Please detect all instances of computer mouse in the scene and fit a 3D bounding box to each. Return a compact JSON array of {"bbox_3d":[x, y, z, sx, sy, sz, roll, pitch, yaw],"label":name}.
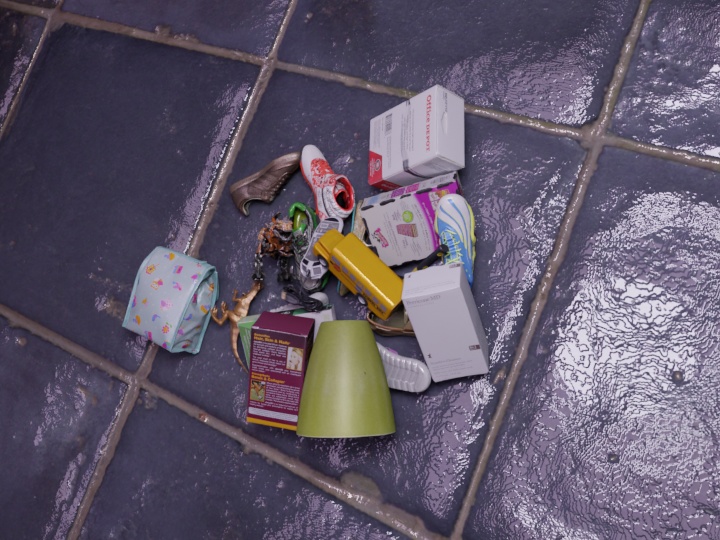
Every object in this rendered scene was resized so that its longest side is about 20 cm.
[{"bbox_3d":[-0.080,-0.014,1.367,0.108,0.044,0.202,11,69,43],"label":"computer mouse"}]

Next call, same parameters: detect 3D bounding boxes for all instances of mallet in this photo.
[{"bbox_3d":[0.099,-0.002,1.280,0.065,0.200,0.042,12,61,-12],"label":"mallet"}]

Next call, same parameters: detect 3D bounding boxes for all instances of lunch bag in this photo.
[{"bbox_3d":[-0.412,0.060,1.515,0.168,0.122,0.204,19,90,26],"label":"lunch bag"}]

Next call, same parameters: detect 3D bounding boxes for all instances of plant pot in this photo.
[{"bbox_3d":[-0.029,0.197,1.269,0.184,0.187,0.204,-4,82,21],"label":"plant pot"}]

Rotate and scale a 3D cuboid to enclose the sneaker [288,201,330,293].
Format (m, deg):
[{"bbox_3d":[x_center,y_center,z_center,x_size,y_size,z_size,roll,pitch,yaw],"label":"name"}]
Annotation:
[{"bbox_3d":[-0.120,-0.048,1.440,0.077,0.085,0.204,-19,71,17],"label":"sneaker"}]

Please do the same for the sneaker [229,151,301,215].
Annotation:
[{"bbox_3d":[-0.198,-0.194,1.531,0.198,0.070,0.077,-26,87,18],"label":"sneaker"}]

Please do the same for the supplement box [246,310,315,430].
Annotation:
[{"bbox_3d":[-0.153,0.192,1.317,0.108,0.086,0.204,8,109,5],"label":"supplement box"}]

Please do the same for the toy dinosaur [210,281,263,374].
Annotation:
[{"bbox_3d":[-0.269,0.108,1.476,0.104,0.060,0.204,13,82,23],"label":"toy dinosaur"}]

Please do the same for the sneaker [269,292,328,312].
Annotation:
[{"bbox_3d":[-0.153,0.103,1.426,0.199,0.076,0.081,-39,57,8],"label":"sneaker"}]

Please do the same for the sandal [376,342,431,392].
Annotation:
[{"bbox_3d":[0.058,0.185,1.326,0.201,0.049,0.084,21,110,38],"label":"sandal"}]

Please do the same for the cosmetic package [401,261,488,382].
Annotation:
[{"bbox_3d":[0.155,0.094,1.227,0.111,0.202,0.082,-14,32,19],"label":"cosmetic package"}]

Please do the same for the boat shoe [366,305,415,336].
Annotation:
[{"bbox_3d":[0.103,0.092,1.317,0.196,0.074,0.077,-9,74,20],"label":"boat shoe"}]

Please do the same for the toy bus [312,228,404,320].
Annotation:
[{"bbox_3d":[0.000,0.000,1.286,0.200,0.079,0.065,44,65,11],"label":"toy bus"}]

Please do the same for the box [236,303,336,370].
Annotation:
[{"bbox_3d":[-0.136,0.152,1.367,0.196,0.036,0.147,-8,106,8],"label":"box"}]

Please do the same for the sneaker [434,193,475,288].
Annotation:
[{"bbox_3d":[0.180,-0.035,1.248,0.074,0.203,0.106,-10,36,7],"label":"sneaker"}]

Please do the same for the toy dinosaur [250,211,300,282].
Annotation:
[{"bbox_3d":[-0.177,-0.047,1.428,0.100,0.200,0.139,-2,83,-3],"label":"toy dinosaur"}]

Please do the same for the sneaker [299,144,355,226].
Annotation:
[{"bbox_3d":[-0.066,-0.192,1.438,0.108,0.066,0.205,-35,64,55],"label":"sneaker"}]

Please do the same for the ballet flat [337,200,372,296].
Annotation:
[{"bbox_3d":[0.002,-0.043,1.403,0.069,0.071,0.204,8,80,24],"label":"ballet flat"}]

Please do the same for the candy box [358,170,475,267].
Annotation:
[{"bbox_3d":[0.112,-0.096,1.331,0.196,0.061,0.138,-14,113,17],"label":"candy box"}]

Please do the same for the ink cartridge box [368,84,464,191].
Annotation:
[{"bbox_3d":[0.109,-0.254,1.352,0.198,0.083,0.147,-15,68,50],"label":"ink cartridge box"}]
